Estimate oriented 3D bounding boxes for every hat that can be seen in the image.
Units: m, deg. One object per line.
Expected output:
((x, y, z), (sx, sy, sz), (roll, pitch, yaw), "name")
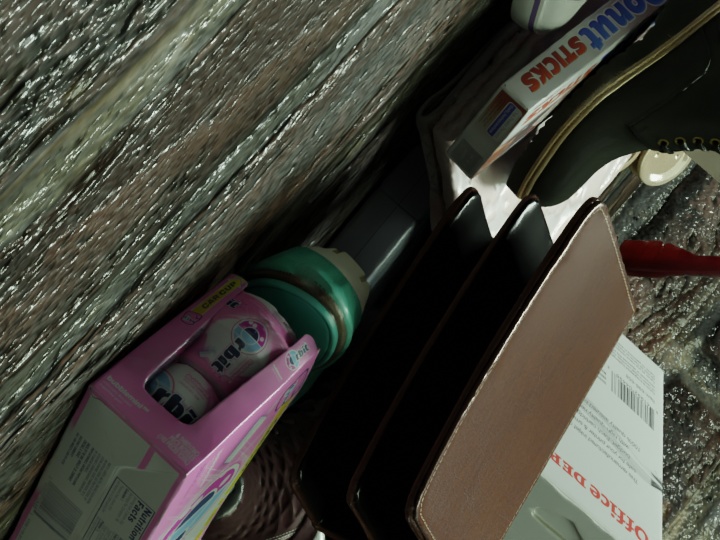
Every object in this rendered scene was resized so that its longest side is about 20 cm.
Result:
((0.139, 0.026, 1.571), (0.166, 0.176, 0.200), (-54, -175, -22), "hat")

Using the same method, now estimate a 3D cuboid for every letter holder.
((0.051, 0.052, 1.228), (0.201, 0.100, 0.142), (-58, 155, -17), "letter holder")

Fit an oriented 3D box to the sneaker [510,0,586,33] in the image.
((0.171, -0.182, 1.214), (0.201, 0.114, 0.073), (-51, 174, 28), "sneaker")

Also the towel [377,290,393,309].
((0.043, -0.006, 1.516), (0.147, 0.022, 0.200), (-54, -175, -10), "towel")

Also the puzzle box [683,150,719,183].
((0.220, -0.148, 1.379), (0.025, 0.133, 0.201), (-25, 142, -25), "puzzle box")

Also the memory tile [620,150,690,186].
((0.179, -0.129, 1.488), (0.199, 0.017, 0.154), (9, 121, -45), "memory tile")

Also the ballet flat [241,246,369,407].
((-0.033, 0.022, 1.218), (0.070, 0.067, 0.200), (-45, 178, -25), "ballet flat")

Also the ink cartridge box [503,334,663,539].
((0.116, 0.105, 1.437), (0.084, 0.144, 0.201), (-37, -156, 29), "ink cartridge box")

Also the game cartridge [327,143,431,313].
((0.000, 0.000, 1.425), (0.200, 0.041, 0.133), (-51, 169, 11), "game cartridge")

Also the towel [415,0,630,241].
((0.105, -0.080, 1.384), (0.200, 0.032, 0.192), (-47, 147, -29), "towel")

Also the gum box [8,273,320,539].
((-0.106, 0.099, 1.155), (0.113, 0.066, 0.200), (-42, 169, -43), "gum box")

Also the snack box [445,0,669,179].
((0.128, -0.123, 1.299), (0.200, 0.024, 0.072), (-39, 172, -39), "snack box")

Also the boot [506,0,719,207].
((0.193, -0.072, 1.294), (0.200, 0.138, 0.077), (-44, 174, 22), "boot")

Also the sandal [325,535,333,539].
((0.006, 0.111, 1.380), (0.200, 0.045, 0.075), (-51, -148, 41), "sandal")

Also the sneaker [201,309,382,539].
((-0.051, 0.087, 1.323), (0.076, 0.115, 0.201), (-20, -140, 59), "sneaker")
